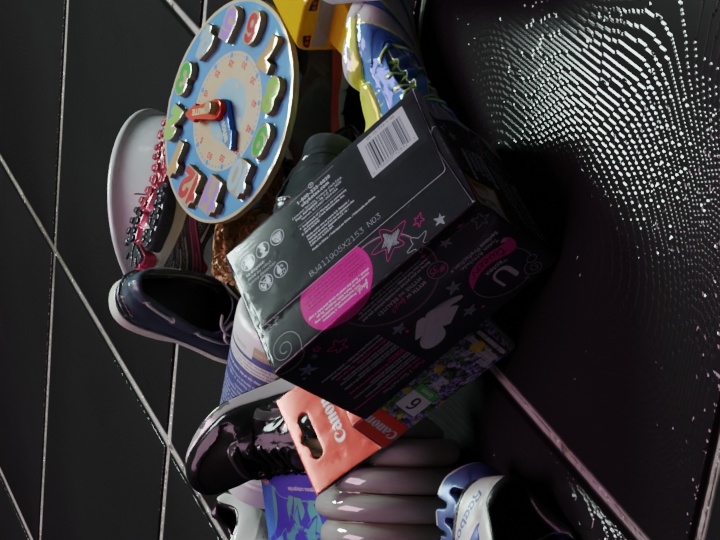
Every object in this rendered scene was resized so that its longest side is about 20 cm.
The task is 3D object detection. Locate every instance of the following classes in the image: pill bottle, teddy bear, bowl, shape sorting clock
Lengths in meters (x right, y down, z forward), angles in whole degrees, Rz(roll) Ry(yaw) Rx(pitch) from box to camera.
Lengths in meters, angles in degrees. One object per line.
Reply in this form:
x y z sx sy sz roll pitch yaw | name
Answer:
-0.072 0.116 1.880 0.111 0.110 0.201 -122 35 -46 | pill bottle
-0.092 -0.074 1.898 0.200 0.066 0.146 -83 -2 -57 | teddy bear
-0.165 -0.064 2.037 0.090 0.201 0.202 -5 90 22 | bowl
-0.117 -0.140 1.800 0.200 0.039 0.201 -12 75 53 | shape sorting clock

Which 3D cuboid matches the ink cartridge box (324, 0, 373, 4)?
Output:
0.013 -0.287 1.571 0.200 0.084 0.147 10 76 66 | ink cartridge box

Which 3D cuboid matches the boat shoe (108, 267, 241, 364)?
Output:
-0.133 0.037 1.911 0.062 0.199 0.075 -29 49 52 | boat shoe

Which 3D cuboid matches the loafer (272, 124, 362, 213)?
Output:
-0.031 -0.077 1.694 0.201 0.068 0.071 -42 -55 -71 | loafer

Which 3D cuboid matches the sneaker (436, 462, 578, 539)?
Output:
0.109 0.238 1.521 0.115 0.080 0.201 155 110 -68 | sneaker

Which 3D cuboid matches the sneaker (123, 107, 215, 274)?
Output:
-0.157 -0.089 1.932 0.081 0.074 0.201 23 94 61 | sneaker

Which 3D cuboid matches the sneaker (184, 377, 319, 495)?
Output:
-0.065 0.144 1.774 0.076 0.200 0.088 49 -167 -36 | sneaker

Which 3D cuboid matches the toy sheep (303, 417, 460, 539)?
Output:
0.023 0.182 1.650 0.138 0.137 0.201 -177 88 -67 | toy sheep

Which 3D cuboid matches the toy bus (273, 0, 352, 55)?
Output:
-0.034 -0.249 1.757 0.065 0.078 0.200 106 149 -41 | toy bus

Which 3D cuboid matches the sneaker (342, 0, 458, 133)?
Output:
0.045 -0.133 1.631 0.105 0.075 0.201 -2 93 48 | sneaker

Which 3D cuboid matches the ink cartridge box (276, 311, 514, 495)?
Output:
0.013 0.072 1.604 0.200 0.050 0.109 -38 48 13 | ink cartridge box

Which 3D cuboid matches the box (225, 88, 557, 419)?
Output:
0.021 -0.010 1.525 0.200 0.115 0.132 -40 48 17 | box

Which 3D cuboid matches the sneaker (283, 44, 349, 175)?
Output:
-0.059 -0.134 1.834 0.077 0.081 0.201 -139 48 -58 | sneaker

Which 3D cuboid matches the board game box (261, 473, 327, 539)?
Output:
-0.013 0.270 1.790 0.152 0.045 0.201 -5 95 49 | board game box

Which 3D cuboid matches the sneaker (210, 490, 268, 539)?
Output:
-0.089 0.295 1.999 0.201 0.080 0.074 65 148 35 | sneaker
